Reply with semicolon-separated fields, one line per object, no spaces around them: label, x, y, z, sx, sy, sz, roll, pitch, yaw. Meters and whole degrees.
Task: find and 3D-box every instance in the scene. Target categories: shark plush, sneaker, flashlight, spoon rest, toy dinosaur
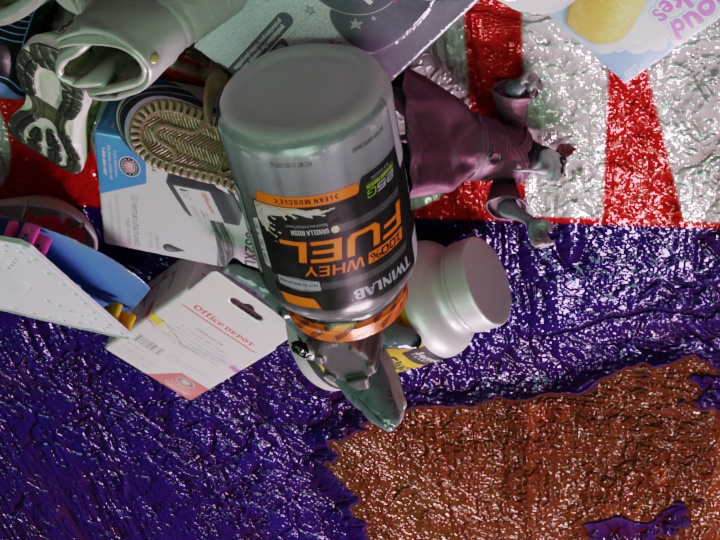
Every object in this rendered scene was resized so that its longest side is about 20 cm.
shark plush;-0.030;0.052;1.036;0.091;0.083;0.200;-36;99;35
sneaker;-0.272;-0.215;0.950;0.078;0.070;0.200;12;139;8
sneaker;-0.105;-0.090;0.946;0.199;0.108;0.070;25;94;-30
flashlight;0.000;0.000;1.020;0.067;0.201;0.068;17;138;-3
sneaker;-0.186;-0.180;0.831;0.199;0.116;0.074;16;144;42
spoon rest;-0.349;-0.058;1.151;0.200;0.061;0.099;32;135;-19
sneaker;-0.241;-0.152;1.002;0.077;0.089;0.200;35;151;-5
toy dinosaur;-0.104;-0.161;0.918;0.101;0.200;0.058;29;106;7

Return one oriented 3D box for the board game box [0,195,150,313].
board game box;-0.277;-0.017;1.130;0.157;0.039;0.200;25;159;-13

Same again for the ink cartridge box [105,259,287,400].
ink cartridge box;-0.157;0.048;1.213;0.116;0.068;0.200;36;135;-25

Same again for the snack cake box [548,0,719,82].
snack cake box;0.221;-0.232;0.807;0.115;0.067;0.200;35;134;-22

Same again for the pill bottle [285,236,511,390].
pill bottle;0.036;0.038;1.119;0.199;0.113;0.112;-20;129;32

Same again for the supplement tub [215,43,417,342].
supplement tub;-0.025;-0.050;0.851;0.122;0.123;0.201;0;134;14

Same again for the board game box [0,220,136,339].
board game box;-0.338;-0.003;1.125;0.199;0.026;0.200;11;157;24

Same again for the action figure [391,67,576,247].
action figure;0.088;-0.094;0.968;0.199;0.135;0.149;8;180;-33

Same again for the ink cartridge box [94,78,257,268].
ink cartridge box;-0.125;-0.079;1.051;0.199;0.084;0.145;11;138;2

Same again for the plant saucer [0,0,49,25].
plant saucer;-0.219;-0.260;0.818;0.200;0.201;0.050;-23;155;34

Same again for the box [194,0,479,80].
box;-0.009;-0.213;0.850;0.132;0.115;0.200;33;135;-22

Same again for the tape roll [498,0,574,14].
tape roll;0.089;-0.258;0.713;0.202;0.203;0.071;34;135;-23
